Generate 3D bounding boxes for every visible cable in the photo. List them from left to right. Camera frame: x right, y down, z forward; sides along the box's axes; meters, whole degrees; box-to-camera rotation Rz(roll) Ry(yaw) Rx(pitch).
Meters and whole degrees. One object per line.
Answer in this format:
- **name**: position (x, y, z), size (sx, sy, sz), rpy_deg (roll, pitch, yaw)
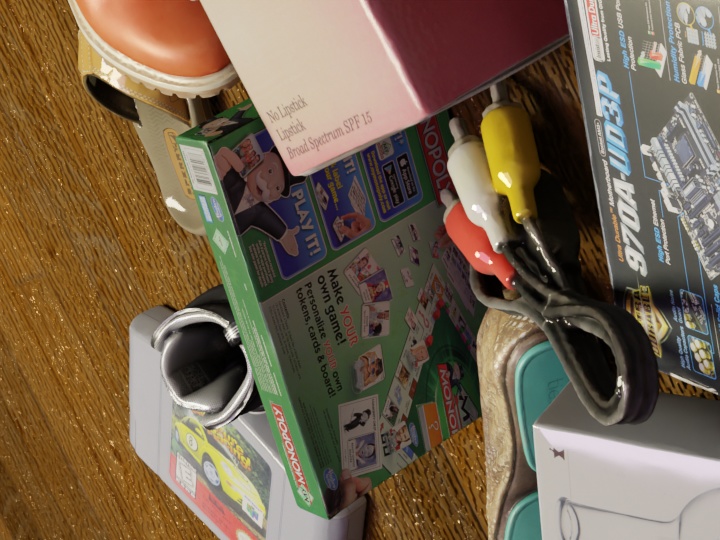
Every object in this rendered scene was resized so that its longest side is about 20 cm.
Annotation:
- **cable**: position (0.073, 0.008, 0.994), size (0.200, 0.050, 0.097), rpy_deg (-105, 28, -49)

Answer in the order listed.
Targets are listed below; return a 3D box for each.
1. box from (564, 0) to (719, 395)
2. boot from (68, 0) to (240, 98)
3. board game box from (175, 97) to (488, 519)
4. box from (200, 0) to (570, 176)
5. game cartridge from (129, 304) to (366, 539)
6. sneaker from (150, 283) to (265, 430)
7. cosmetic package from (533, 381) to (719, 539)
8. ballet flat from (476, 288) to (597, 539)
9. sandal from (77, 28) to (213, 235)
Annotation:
- **box**: position (0.161, -0.034, 0.902), size (0.159, 0.046, 0.201), rpy_deg (22, 134, 47)
- **boot**: position (-0.128, -0.177, 1.158), size (0.200, 0.075, 0.107), rpy_deg (49, 164, 17)
- **board game box**: position (0.000, 0.000, 1.086), size (0.029, 0.134, 0.201), rpy_deg (14, 127, 50)
- **box**: position (-0.009, -0.160, 0.982), size (0.200, 0.109, 0.128), rpy_deg (62, 150, -5)
- **game cartridge**: position (-0.075, 0.116, 1.402), size (0.200, 0.041, 0.133), rpy_deg (41, 141, 29)
- **sneaker**: position (-0.067, 0.044, 1.245), size (0.076, 0.114, 0.200), rpy_deg (55, 150, 8)
- **cosmetic package**: position (0.159, 0.154, 1.007), size (0.150, 0.052, 0.201), rpy_deg (10, 121, 30)
- **ballet flat**: position (0.090, 0.088, 1.118), size (0.065, 0.070, 0.201), rpy_deg (-114, 18, -51)
- **sandal**: position (-0.124, -0.104, 1.259), size (0.080, 0.054, 0.201), rpy_deg (10, 125, 53)
